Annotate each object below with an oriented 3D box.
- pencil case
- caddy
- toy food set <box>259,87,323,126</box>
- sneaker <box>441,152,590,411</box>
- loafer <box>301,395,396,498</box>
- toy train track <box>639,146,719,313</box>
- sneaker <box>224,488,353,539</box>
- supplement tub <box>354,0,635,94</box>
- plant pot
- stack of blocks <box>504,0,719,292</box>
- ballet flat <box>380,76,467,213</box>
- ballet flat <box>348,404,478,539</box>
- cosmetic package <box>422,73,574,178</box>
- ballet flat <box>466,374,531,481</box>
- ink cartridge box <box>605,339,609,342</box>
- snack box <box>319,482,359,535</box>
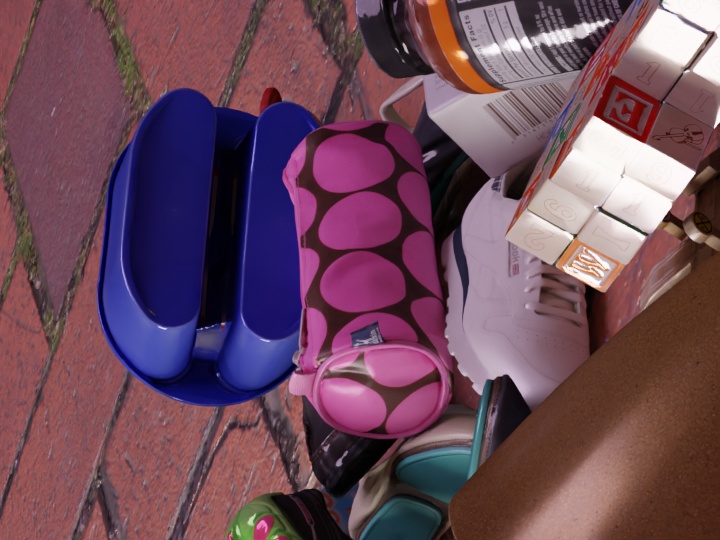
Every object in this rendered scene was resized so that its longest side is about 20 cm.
[{"bbox_3d":[0.000,0.000,1.741,0.200,0.093,0.091,-96,5,-47],"label":"pencil case"},{"bbox_3d":[-0.089,-0.017,1.865,0.105,0.141,0.201,115,161,-67],"label":"caddy"},{"bbox_3d":[-0.062,-0.019,2.017,0.200,0.048,0.199,-57,-28,-46],"label":"toy food set"},{"bbox_3d":[0.095,0.010,1.676,0.081,0.076,0.200,-55,29,26],"label":"sneaker"},{"bbox_3d":[-0.012,0.083,1.801,0.073,0.072,0.200,-46,2,7],"label":"loafer"},{"bbox_3d":[0.162,0.006,1.476,0.115,0.032,0.200,-44,24,36],"label":"toy train track"},{"bbox_3d":[0.006,0.206,1.698,0.077,0.084,0.200,-34,88,42],"label":"sneaker"},{"bbox_3d":[0.098,-0.152,1.589,0.199,0.107,0.107,-8,66,32],"label":"supplement tub"},{"bbox_3d":[0.168,0.076,1.304,0.200,0.186,0.187,-57,25,16],"label":"plant pot"},{"bbox_3d":[0.149,-0.093,1.453,0.115,0.058,0.200,-64,5,-38],"label":"stack of blocks"},{"bbox_3d":[0.035,-0.073,1.865,0.200,0.073,0.073,125,151,-43],"label":"ballet flat"},{"bbox_3d":[0.045,0.113,1.757,0.200,0.069,0.070,137,142,-57],"label":"ballet flat"},{"bbox_3d":[0.089,-0.163,1.741,0.101,0.071,0.200,-28,44,23],"label":"cosmetic package"},{"bbox_3d":[0.081,0.148,1.613,0.073,0.073,0.201,-112,29,-58],"label":"ballet flat"},{"bbox_3d":[0.143,0.114,1.520,0.119,0.042,0.201,-148,74,-69],"label":"ink cartridge box"},{"bbox_3d":[-0.077,0.202,1.880,0.037,0.200,0.116,51,143,7],"label":"snack box"}]
